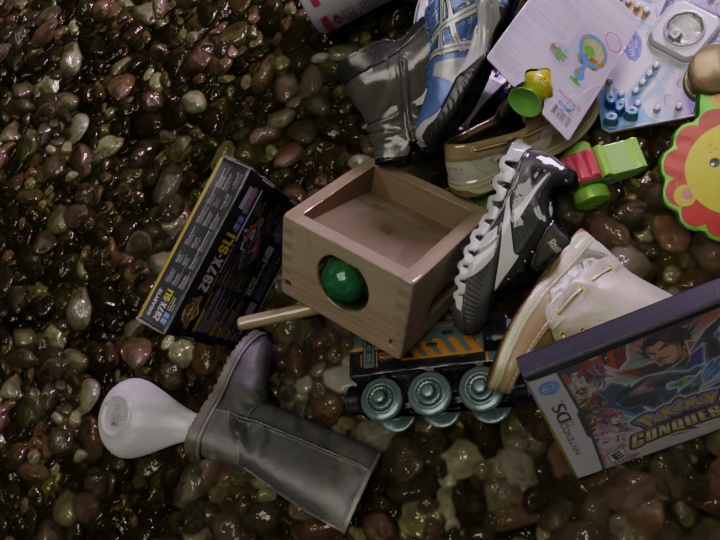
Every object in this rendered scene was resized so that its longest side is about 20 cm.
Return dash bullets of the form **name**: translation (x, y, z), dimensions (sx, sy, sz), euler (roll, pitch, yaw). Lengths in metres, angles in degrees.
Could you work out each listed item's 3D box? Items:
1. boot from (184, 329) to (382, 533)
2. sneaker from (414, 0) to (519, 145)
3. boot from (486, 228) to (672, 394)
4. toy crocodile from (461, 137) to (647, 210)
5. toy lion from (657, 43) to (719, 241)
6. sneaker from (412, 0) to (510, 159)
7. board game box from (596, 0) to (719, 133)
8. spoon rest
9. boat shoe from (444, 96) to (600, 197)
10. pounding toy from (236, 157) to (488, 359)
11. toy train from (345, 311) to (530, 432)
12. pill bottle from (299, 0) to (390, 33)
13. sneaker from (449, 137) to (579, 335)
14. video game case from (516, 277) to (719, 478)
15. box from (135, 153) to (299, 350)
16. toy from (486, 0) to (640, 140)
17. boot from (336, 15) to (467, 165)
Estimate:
- **boot**: translation (-0.070, 0.171, 0.783), dimensions (0.199, 0.073, 0.182), euler (15, 57, 14)
- **sneaker**: translation (0.095, -0.222, 0.701), dimensions (0.077, 0.076, 0.201), euler (24, 95, 13)
- **boot**: translation (0.225, 0.068, 0.671), dimensions (0.154, 0.072, 0.200), euler (35, 63, 14)
- **toy crocodile**: translation (0.202, -0.096, 0.757), dimensions (0.199, 0.062, 0.068), euler (-15, 72, 16)
- **toy lion**: translation (0.396, -0.123, 0.683), dimensions (0.199, 0.069, 0.193), euler (-3, 92, 18)
- **sneaker**: translation (0.120, -0.226, 0.819), dimensions (0.114, 0.081, 0.201), euler (1, 80, 14)
- **board game box**: translation (0.352, -0.263, 0.764), dimensions (0.199, 0.026, 0.201), euler (-8, 74, 18)
- **spoon rest**: translation (-0.250, 0.187, 0.865), dimensions (0.199, 0.061, 0.100), euler (0, 75, 34)
- **boat shoe**: translation (0.172, -0.152, 0.745), dimensions (0.200, 0.067, 0.074), euler (-35, 33, -17)
- **pounding toy**: translation (0.000, 0.000, 0.745), dimensions (0.183, 0.143, 0.200), euler (28, 44, 24)
- **toy train**: translation (0.078, 0.105, 0.746), dimensions (0.199, 0.085, 0.115), euler (-9, 64, 18)
- **pill bottle**: translation (0.016, -0.389, 0.872), dimensions (0.199, 0.113, 0.114), euler (-22, 70, 13)
- **sneaker**: translation (0.153, -0.023, 0.684), dimensions (0.090, 0.066, 0.201), euler (22, 95, 28)
- **video game case**: translation (0.261, 0.103, 0.630), dimensions (0.199, 0.181, 0.026), euler (-24, 38, 13)
- **box**: translation (-0.151, -0.012, 0.813), dimensions (0.049, 0.160, 0.201), euler (26, 87, 24)
- **toy**: translation (0.205, -0.231, 0.730), dimensions (0.115, 0.047, 0.200), euler (41, 61, -11)
- **boot**: translation (0.084, -0.203, 0.761), dimensions (0.199, 0.068, 0.131), euler (-27, 89, 8)
